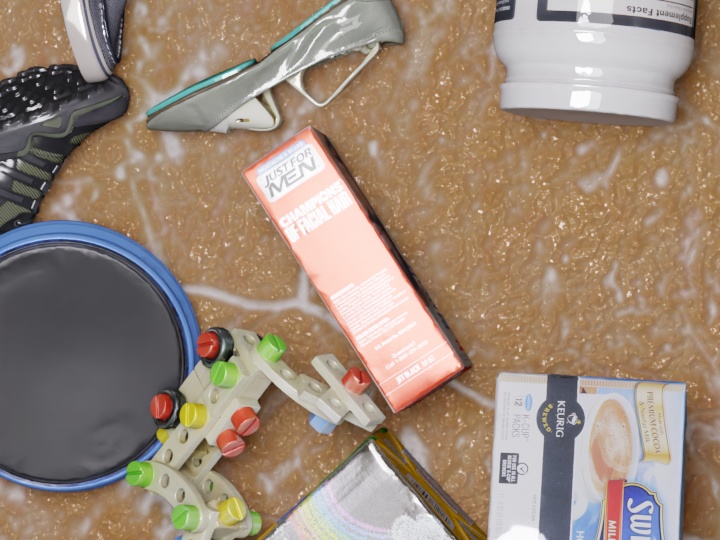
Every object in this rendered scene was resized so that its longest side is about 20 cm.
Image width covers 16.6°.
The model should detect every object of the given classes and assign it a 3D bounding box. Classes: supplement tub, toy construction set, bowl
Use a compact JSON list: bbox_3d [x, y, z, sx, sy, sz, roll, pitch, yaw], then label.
[{"bbox_3d":[0.166,-0.206,1.713,0.140,0.140,0.200,5,90,7],"label":"supplement tub"},{"bbox_3d":[-0.083,0.118,1.720,0.200,0.092,0.131,-42,52,14],"label":"toy construction set"},{"bbox_3d":[-0.215,0.065,1.783,0.200,0.039,0.201,-1,98,-4],"label":"bowl"}]

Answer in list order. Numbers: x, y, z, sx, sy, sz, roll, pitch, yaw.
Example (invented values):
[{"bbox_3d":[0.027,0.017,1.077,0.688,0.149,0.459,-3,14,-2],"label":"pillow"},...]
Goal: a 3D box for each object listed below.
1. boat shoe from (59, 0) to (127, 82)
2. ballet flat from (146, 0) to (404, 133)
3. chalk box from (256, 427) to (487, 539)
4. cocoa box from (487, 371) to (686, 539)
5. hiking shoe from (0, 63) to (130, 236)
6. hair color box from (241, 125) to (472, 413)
[{"bbox_3d":[-0.169,-0.238,1.781,0.093,0.075,0.200,-8,81,6],"label":"boat shoe"},{"bbox_3d":[-0.059,-0.136,1.778,0.200,0.067,0.064,-30,93,6],"label":"ballet flat"},{"bbox_3d":[-0.020,0.224,1.740,0.200,0.124,0.124,-42,86,5],"label":"chalk box"},{"bbox_3d":[0.155,0.182,1.692,0.131,0.133,0.200,3,74,6],"label":"cocoa box"},{"bbox_3d":[-0.254,-0.076,1.804,0.200,0.076,0.101,-27,128,-11],"label":"hiking shoe"},{"bbox_3d":[0.000,0.000,1.745,0.064,0.111,0.200,-34,86,4],"label":"hair color box"}]
